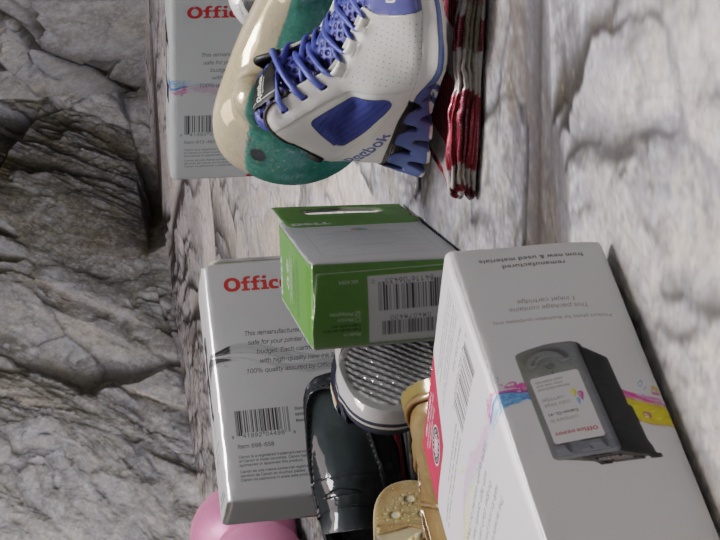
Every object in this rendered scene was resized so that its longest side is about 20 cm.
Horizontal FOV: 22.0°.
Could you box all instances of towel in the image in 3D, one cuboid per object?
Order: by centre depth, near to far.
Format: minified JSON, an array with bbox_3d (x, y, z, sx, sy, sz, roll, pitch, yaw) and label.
[{"bbox_3d":[0.052,-0.162,1.179,0.144,0.023,0.201,-111,20,-61],"label":"towel"}]

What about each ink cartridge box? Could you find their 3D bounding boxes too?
[{"bbox_3d":[0.092,0.106,0.883,0.201,0.085,0.148,-106,16,-44],"label":"ink cartridge box"},{"bbox_3d":[0.000,0.000,1.300,0.200,0.103,0.060,-131,39,-73],"label":"ink cartridge box"},{"bbox_3d":[-0.051,0.094,1.507,0.084,0.143,0.201,113,151,-68],"label":"ink cartridge box"},{"bbox_3d":[-0.103,-0.188,1.681,0.083,0.145,0.201,-103,14,-51],"label":"ink cartridge box"}]

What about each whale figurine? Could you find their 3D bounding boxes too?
[{"bbox_3d":[-0.030,-0.147,1.270,0.159,0.103,0.201,-55,-14,-48],"label":"whale figurine"}]

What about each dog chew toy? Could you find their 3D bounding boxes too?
[{"bbox_3d":[-0.115,0.322,2.059,0.200,0.124,0.125,-129,35,-58],"label":"dog chew toy"}]

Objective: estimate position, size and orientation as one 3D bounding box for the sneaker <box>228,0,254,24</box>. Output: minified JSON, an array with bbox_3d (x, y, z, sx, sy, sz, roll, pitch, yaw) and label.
[{"bbox_3d":[-0.022,-0.275,1.444,0.112,0.073,0.201,-11,49,42],"label":"sneaker"}]

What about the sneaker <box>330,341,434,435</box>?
[{"bbox_3d":[0.018,0.079,1.312,0.200,0.078,0.080,-89,4,-66],"label":"sneaker"}]

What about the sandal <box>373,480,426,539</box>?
[{"bbox_3d":[0.039,0.195,1.240,0.212,0.077,0.070,-101,5,-58],"label":"sandal"}]

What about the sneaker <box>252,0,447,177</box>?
[{"bbox_3d":[-0.011,-0.128,1.156,0.200,0.114,0.081,94,168,-51],"label":"sneaker"}]

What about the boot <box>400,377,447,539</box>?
[{"bbox_3d":[0.072,0.177,1.103,0.175,0.066,0.201,79,-177,-66],"label":"boot"}]

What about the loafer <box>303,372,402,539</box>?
[{"bbox_3d":[-0.001,0.176,1.401,0.070,0.068,0.202,-48,-55,-69],"label":"loafer"}]
